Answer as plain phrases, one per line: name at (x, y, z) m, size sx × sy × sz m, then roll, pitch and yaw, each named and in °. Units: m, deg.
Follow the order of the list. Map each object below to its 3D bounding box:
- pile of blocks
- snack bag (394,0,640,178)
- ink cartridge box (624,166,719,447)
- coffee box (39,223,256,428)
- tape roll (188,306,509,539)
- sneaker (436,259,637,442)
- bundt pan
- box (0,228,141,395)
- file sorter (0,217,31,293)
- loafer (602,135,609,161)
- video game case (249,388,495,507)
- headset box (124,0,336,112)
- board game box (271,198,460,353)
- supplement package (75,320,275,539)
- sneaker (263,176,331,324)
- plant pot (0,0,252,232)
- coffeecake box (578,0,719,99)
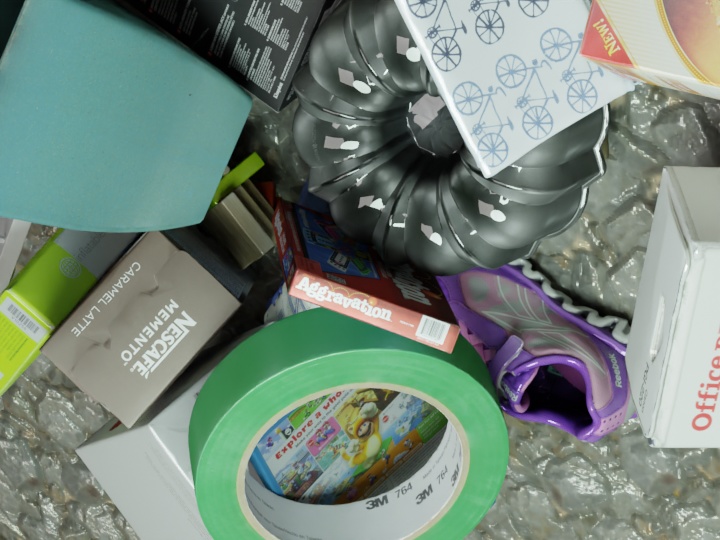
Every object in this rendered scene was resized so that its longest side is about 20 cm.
pile of blocks at (-0.114, -0.088, 1.490) m, size 0.200 × 0.062 × 0.082 m, roll 42°, pitch 157°, yaw 17°
snack bag at (0.109, -0.180, 1.207) m, size 0.190 × 0.199 × 0.021 m, roll 62°, pitch 170°, yaw -16°
ink cartridge box at (0.259, 0.023, 1.227) m, size 0.198 × 0.085 × 0.147 m, roll 0°, pitch 127°, yaw -8°
coffee box at (-0.139, 0.028, 1.479) m, size 0.080 × 0.200 × 0.114 m, roll 42°, pitch 95°, yaw -3°
tape roll at (-0.008, 0.112, 1.369) m, size 0.198 × 0.048 × 0.202 m, roll -6°, pitch 129°, yaw -7°
sneaker at (0.100, 0.050, 1.421) m, size 0.199 × 0.088 × 0.081 m, roll 27°, pitch 132°, yaw 20°
bundt pan at (0.043, -0.086, 1.295) m, size 0.200 × 0.076 × 0.204 m, roll 11°, pitch 114°, yaw 24°
box at (-0.204, -0.001, 1.531) m, size 0.048 × 0.200 × 0.122 m, roll 41°, pitch 134°, yaw -4°
file sorter at (-0.276, -0.107, 1.520) m, size 0.123 × 0.140 × 0.201 m, roll 14°, pitch 135°, yaw -16°
loafer at (0.074, -0.069, 1.370) m, size 0.199 × 0.076 × 0.068 m, roll -20°, pitch 100°, yaw 42°
video game case at (0.008, 0.134, 1.475) m, size 0.018 × 0.143 × 0.201 m, roll 29°, pitch 153°, yaw 47°
headset box at (-0.089, -0.222, 1.384) m, size 0.199 × 0.077 × 0.149 m, roll 36°, pitch 133°, yaw 12°
board game box at (0.000, 0.000, 1.337) m, size 0.102 × 0.200 × 0.020 m, roll 21°, pitch 101°, yaw -10°
supplement package at (-0.102, 0.129, 1.551) m, size 0.120 × 0.121 × 0.200 m, roll 53°, pitch 157°, yaw -6°
sneaker at (-0.034, 0.019, 1.507) m, size 0.088 × 0.075 × 0.202 m, roll 15°, pitch 124°, yaw 31°
plant pot at (-0.177, -0.106, 1.347) m, size 0.141 × 0.199 × 0.142 m, roll 35°, pitch 105°, yaw 48°
coffeecake box at (0.233, -0.161, 1.143) m, size 0.199 × 0.073 × 0.155 m, roll 15°, pitch 92°, yaw 25°
